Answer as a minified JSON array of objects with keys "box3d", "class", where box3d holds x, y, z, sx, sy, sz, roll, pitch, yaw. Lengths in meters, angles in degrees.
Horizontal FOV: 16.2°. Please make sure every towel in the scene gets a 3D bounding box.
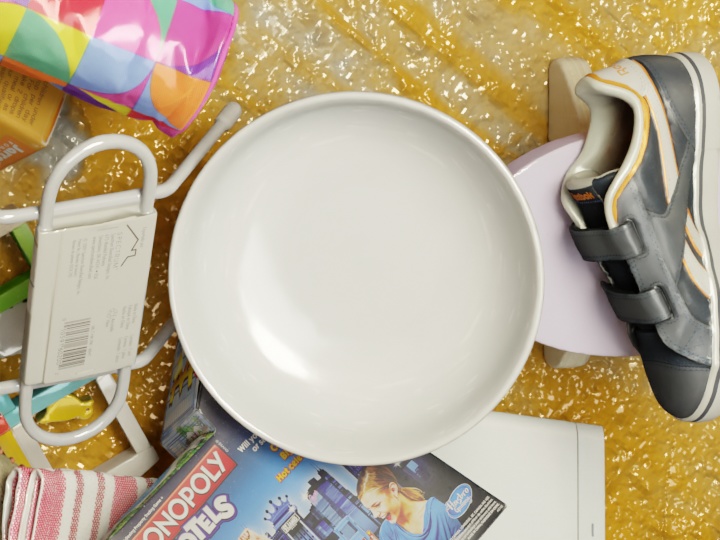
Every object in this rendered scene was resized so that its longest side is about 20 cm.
[{"box3d":[-0.131,0.186,1.415,0.200,0.030,0.147,12,90,-49],"class":"towel"}]

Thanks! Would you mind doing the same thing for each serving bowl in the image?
[{"box3d":[0.000,0.000,1.356,0.199,0.066,0.201,1,101,5],"class":"serving bowl"}]

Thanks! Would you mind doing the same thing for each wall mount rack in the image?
[{"box3d":[-0.133,-0.009,1.355,0.173,0.075,0.201,-11,131,-30],"class":"wall mount rack"}]

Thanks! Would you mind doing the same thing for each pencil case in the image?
[{"box3d":[-0.160,-0.140,1.265,0.199,0.088,0.089,25,92,-13],"class":"pencil case"}]

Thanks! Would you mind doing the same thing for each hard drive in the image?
[{"box3d":[0.050,0.144,1.486,0.199,0.027,0.133,9,70,-20],"class":"hard drive"}]

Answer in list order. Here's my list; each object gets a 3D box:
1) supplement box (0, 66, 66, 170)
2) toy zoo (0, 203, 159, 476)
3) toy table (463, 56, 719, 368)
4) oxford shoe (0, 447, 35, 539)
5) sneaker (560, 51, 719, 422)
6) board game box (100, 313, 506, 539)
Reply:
[{"box3d":[-0.248,-0.127,1.318,0.200,0.066,0.069,28,61,-28],"class":"supplement box"},{"box3d":[-0.201,0.081,1.417,0.131,0.020,0.201,-30,108,-11],"class":"toy zoo"},{"box3d":[0.135,-0.026,1.463,0.199,0.117,0.185,8,97,-21],"class":"toy table"},{"box3d":[-0.214,0.114,1.378,0.075,0.070,0.201,-28,118,-28],"class":"oxford shoe"},{"box3d":[0.151,-0.016,1.368,0.079,0.078,0.201,-5,90,-25],"class":"sneaker"},{"box3d":[-0.054,0.130,1.391,0.200,0.062,0.200,46,57,-1],"class":"board game box"}]
